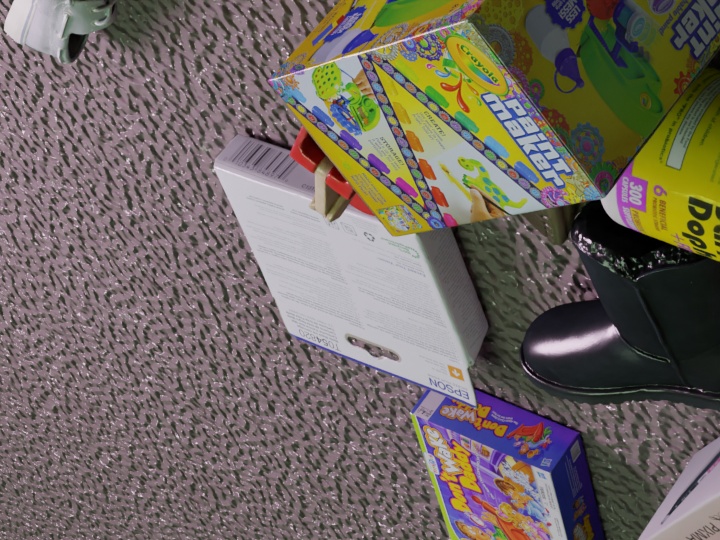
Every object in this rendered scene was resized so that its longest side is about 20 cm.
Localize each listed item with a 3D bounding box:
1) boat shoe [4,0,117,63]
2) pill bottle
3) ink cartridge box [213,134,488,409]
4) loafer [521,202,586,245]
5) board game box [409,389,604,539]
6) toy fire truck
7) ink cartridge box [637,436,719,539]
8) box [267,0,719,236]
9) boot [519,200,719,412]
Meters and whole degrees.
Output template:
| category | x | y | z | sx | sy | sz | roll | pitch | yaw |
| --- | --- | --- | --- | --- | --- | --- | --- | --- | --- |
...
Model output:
| category | x | y | z | sx | sy | sz | roll | pitch | yaw |
| --- | --- | --- | --- | --- | --- | --- | --- | --- | --- |
| boat shoe | -0.206 | -0.206 | 1.697 | 0.071 | 0.070 | 0.201 | 31 | 158 | -6 |
| pill bottle | 0.241 | -0.046 | 1.322 | 0.199 | 0.104 | 0.105 | 22 | 148 | 31 |
| ink cartridge box | 0.000 | 0.000 | 1.766 | 0.199 | 0.041 | 0.201 | 20 | 147 | 33 |
| loafer | 0.118 | -0.078 | 1.472 | 0.076 | 0.067 | 0.200 | 45 | 173 | 20 |
| board game box | 0.124 | 0.182 | 1.882 | 0.134 | 0.045 | 0.201 | 22 | 148 | 31 |
| toy fire truck | 0.004 | -0.079 | 1.530 | 0.049 | 0.141 | 0.200 | 35 | 153 | 8 |
| ink cartridge box | 0.239 | 0.173 | 1.579 | 0.043 | 0.174 | 0.200 | 39 | 153 | 0 |
| box | 0.092 | -0.137 | 1.268 | 0.122 | 0.200 | 0.192 | 50 | 151 | -19 |
| boot | 0.171 | 0.014 | 1.529 | 0.199 | 0.077 | 0.168 | 7 | 143 | 36 |
